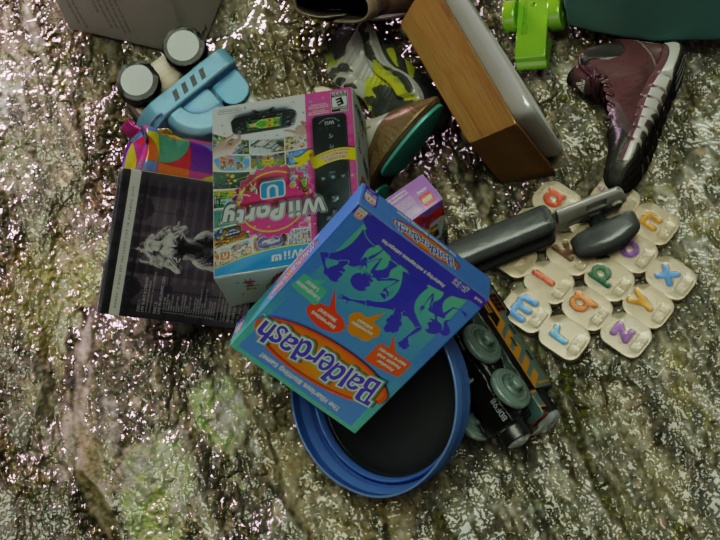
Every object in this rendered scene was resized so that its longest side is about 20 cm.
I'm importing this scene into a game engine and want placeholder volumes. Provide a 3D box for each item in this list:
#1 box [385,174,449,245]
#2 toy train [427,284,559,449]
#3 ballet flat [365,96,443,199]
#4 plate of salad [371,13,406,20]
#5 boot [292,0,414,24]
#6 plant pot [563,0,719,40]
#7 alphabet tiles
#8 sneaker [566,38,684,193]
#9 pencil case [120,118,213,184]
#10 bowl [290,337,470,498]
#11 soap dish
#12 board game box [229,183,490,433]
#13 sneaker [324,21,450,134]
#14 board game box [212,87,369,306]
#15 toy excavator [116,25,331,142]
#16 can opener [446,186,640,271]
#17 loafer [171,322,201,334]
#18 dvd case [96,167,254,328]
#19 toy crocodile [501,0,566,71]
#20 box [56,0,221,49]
[{"bbox_3d":[0.000,0.000,1.497,0.200,0.137,0.039,-35,66,-9],"label":"box"},{"bbox_3d":[0.122,0.085,1.462,0.085,0.114,0.200,-47,66,34],"label":"toy train"},{"bbox_3d":[0.012,-0.111,1.539,0.072,0.068,0.200,38,118,18],"label":"ballet flat"},{"bbox_3d":[0.024,-0.381,1.712,0.200,0.048,0.200,-2,67,5],"label":"plate of salad"},{"bbox_3d":[0.029,-0.301,1.593,0.200,0.070,0.146,0,21,22],"label":"boot"},{"bbox_3d":[0.319,-0.338,1.598,0.200,0.141,0.142,-5,51,12],"label":"plant pot"},{"bbox_3d":[0.241,-0.002,1.536,0.196,0.015,0.200,35,75,19],"label":"alphabet tiles"},{"bbox_3d":[0.269,-0.173,1.584,0.115,0.076,0.200,17,59,19],"label":"sneaker"},{"bbox_3d":[-0.155,-0.100,1.544,0.200,0.088,0.089,13,63,-26],"label":"pencil case"},{"bbox_3d":[0.020,0.121,1.440,0.200,0.039,0.201,1,91,36],"label":"bowl"},{"bbox_3d":[0.128,-0.196,1.566,0.081,0.157,0.200,-32,66,11],"label":"soap dish"},{"bbox_3d":[-0.002,0.039,1.352,0.152,0.200,0.045,35,28,-13],"label":"board game box"},{"bbox_3d":[0.029,-0.208,1.627,0.074,0.085,0.200,-50,45,19],"label":"sneaker"},{"bbox_3d":[-0.066,-0.074,1.436,0.147,0.064,0.200,-9,60,8],"label":"board game box"},{"bbox_3d":[-0.142,-0.179,1.628,0.194,0.100,0.200,-39,80,-8],"label":"toy excavator"},{"bbox_3d":[0.190,-0.030,1.517,0.200,0.053,0.067,-22,65,-2],"label":"can opener"},{"bbox_3d":[-0.191,-0.027,1.575,0.070,0.075,0.200,-14,69,-13],"label":"loafer"},{"bbox_3d":[-0.161,-0.018,1.503,0.200,0.016,0.149,8,96,-25],"label":"dvd case"},{"bbox_3d":[0.198,-0.314,1.658,0.067,0.062,0.200,-6,68,20],"label":"toy crocodile"},{"bbox_3d":[-0.247,-0.387,1.663,0.171,0.199,0.200,15,69,13],"label":"box"}]
